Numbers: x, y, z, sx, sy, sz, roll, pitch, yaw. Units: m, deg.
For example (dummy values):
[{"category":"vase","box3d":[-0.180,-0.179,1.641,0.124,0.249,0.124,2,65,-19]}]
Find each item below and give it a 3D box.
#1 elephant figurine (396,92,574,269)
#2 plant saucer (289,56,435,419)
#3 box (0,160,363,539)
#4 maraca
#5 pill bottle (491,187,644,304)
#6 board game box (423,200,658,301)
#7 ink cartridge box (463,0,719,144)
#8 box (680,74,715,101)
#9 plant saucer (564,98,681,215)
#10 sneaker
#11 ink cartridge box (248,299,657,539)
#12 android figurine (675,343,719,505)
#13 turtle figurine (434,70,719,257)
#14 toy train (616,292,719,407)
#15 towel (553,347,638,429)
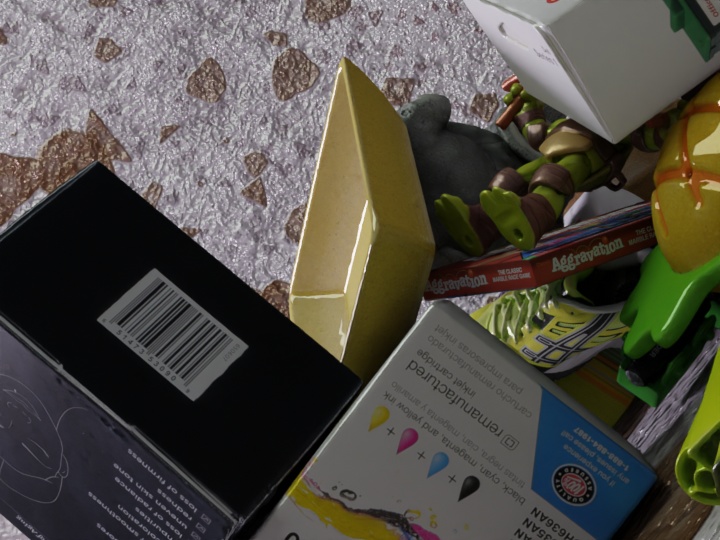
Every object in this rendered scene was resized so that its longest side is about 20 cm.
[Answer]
[{"category":"elephant figurine","box3d":[0.105,-0.065,1.044,0.200,0.155,0.141,-7,-7,-28]},{"category":"plant saucer","box3d":[0.000,0.000,0.944,0.200,0.048,0.200,-99,19,-53]},{"category":"box","box3d":[-0.134,0.082,0.864,0.124,0.200,0.197,-46,-7,-39]},{"category":"maraca","box3d":[0.203,-0.037,0.801,0.200,0.107,0.137,-54,4,21]},{"category":"pill bottle","box3d":[0.155,0.043,1.127,0.200,0.111,0.111,-52,-3,27]},{"category":"board game box","box3d":[0.143,-0.019,0.920,0.200,0.019,0.103,-18,4,-35]},{"category":"ink cartridge box","box3d":[0.174,-0.172,0.845,0.200,0.084,0.146,-36,23,0]},{"category":"box","box3d":[0.293,-0.150,0.884,0.200,0.075,0.100,-33,10,40]},{"category":"plant saucer","box3d":[0.227,-0.047,1.192,0.200,0.035,0.200,-19,-39,-16]},{"category":"sneaker","box3d":[0.131,0.023,0.982,0.200,0.076,0.076,-22,50,29]},{"category":"ink cartridge box","box3d":[0.038,0.138,0.817,0.200,0.147,0.145,-53,-5,4]},{"category":"android figurine","box3d":[0.192,0.016,0.606,0.182,0.041,0.200,-53,-3,32]},{"category":"turtle figurine","box3d":[0.121,-0.070,0.909,0.161,0.064,0.200,-40,30,-25]},{"category":"toy train","box3d":[0.221,0.000,0.897,0.200,0.042,0.056,-46,-22,-18]},{"category":"towel","box3d":[0.132,0.093,1.009,0.200,0.086,0.018,-51,-35,-8]}]
